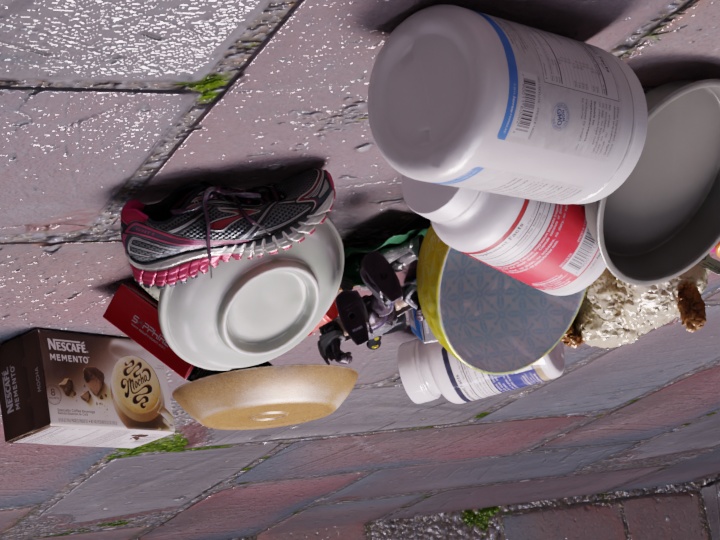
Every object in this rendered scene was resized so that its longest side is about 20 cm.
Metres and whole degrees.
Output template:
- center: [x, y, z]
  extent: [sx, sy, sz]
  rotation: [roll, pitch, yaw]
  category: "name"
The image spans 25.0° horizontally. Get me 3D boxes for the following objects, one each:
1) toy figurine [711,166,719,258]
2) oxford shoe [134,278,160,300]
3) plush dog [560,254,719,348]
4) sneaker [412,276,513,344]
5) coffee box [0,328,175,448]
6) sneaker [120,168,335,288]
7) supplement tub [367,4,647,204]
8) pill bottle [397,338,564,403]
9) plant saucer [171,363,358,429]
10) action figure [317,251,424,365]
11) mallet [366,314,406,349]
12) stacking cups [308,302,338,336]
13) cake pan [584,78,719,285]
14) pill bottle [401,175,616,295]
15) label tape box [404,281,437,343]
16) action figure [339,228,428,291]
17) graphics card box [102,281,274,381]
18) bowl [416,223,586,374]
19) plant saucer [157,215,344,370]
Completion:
- center: [0.311, -0.078, 1.583]
  extent: [0.182, 0.151, 0.201]
  rotation: [2, 139, -11]
  category: "toy figurine"
- center: [-0.166, 0.026, 1.706]
  extent: [0.058, 0.075, 0.200]
  rotation: [-54, 145, 5]
  category: "oxford shoe"
- center: [0.296, 0.023, 1.748]
  extent: [0.198, 0.161, 0.172]
  rotation: [-15, 159, -28]
  category: "plush dog"
- center: [0.142, -0.009, 1.735]
  extent: [0.199, 0.082, 0.074]
  rotation: [-36, 155, -12]
  category: "sneaker"
- center: [-0.317, 0.139, 1.870]
  extent: [0.079, 0.114, 0.199]
  rotation: [-22, 160, 34]
  category: "coffee box"
- center: [-0.117, -0.049, 1.454]
  extent: [0.198, 0.075, 0.081]
  rotation: [-20, -153, -8]
  category: "sneaker"
- center: [0.114, -0.124, 1.248]
  extent: [0.131, 0.133, 0.199]
  rotation: [-25, 159, 39]
  category: "supplement tub"
- center: [0.153, 0.107, 2.082]
  extent: [0.198, 0.112, 0.111]
  rotation: [-17, 163, 21]
  category: "pill bottle"
- center: [-0.098, 0.138, 1.709]
  extent: [0.198, 0.036, 0.200]
  rotation: [-7, 166, -2]
  category: "plant saucer"
- center: [0.011, 0.046, 1.649]
  extent: [0.130, 0.070, 0.200]
  rotation: [-37, 169, -4]
  category: "action figure"
- center: [0.029, 0.072, 2.029]
  extent: [0.065, 0.042, 0.200]
  rotation: [-14, 168, 3]
  category: "mallet"
- center: [-0.118, 0.071, 1.889]
  extent: [0.199, 0.061, 0.060]
  rotation: [-25, 159, 29]
  category: "stacking cups"
- center: [0.278, -0.083, 1.461]
  extent: [0.199, 0.037, 0.202]
  rotation: [-20, 127, -29]
  category: "cake pan"
- center: [0.135, -0.058, 1.478]
  extent: [0.199, 0.113, 0.112]
  rotation: [24, 144, -39]
  category: "pill bottle"
- center: [0.156, 0.031, 1.842]
  extent: [0.198, 0.064, 0.144]
  rotation: [-9, -176, -3]
  category: "label tape box"
- center: [0.000, 0.000, 1.733]
  extent: [0.199, 0.055, 0.118]
  rotation: [-19, 165, 38]
  category: "action figure"
- center: [-0.180, 0.080, 1.754]
  extent: [0.051, 0.125, 0.200]
  rotation: [-57, 158, 2]
  category: "graphics card box"
- center: [0.124, -0.006, 1.628]
  extent: [0.199, 0.202, 0.107]
  rotation: [1, -166, -37]
  category: "bowl"
- center: [-0.096, 0.026, 1.565]
  extent: [0.199, 0.050, 0.201]
  rotation: [-19, 134, -21]
  category: "plant saucer"
